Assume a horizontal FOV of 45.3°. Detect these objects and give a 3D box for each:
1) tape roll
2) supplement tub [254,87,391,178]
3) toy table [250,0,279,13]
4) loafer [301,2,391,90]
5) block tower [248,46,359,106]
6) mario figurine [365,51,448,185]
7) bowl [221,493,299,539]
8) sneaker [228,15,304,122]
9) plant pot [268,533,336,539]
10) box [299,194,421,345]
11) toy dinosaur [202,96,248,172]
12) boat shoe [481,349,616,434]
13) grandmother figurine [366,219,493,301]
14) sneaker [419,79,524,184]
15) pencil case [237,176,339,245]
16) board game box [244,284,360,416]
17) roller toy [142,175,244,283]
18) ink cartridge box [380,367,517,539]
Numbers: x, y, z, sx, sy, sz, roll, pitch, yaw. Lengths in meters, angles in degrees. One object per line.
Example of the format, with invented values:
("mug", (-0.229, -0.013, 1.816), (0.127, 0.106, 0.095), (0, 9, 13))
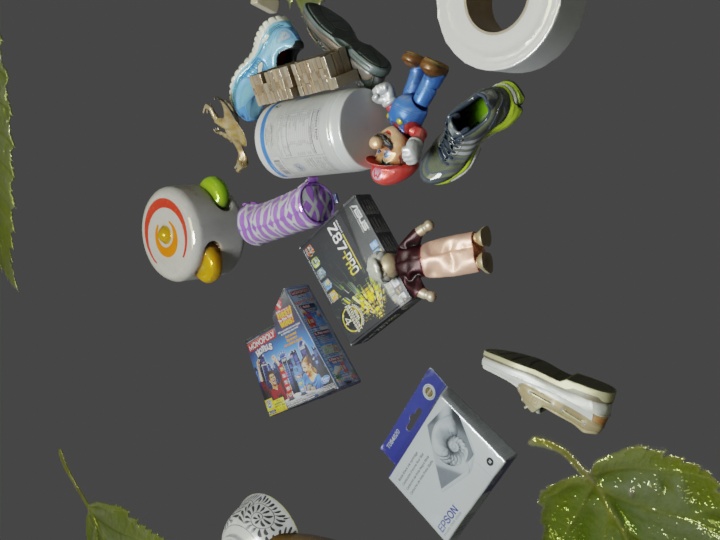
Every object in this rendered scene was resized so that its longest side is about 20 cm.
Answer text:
("tape roll", (0.201, -0.371, 1.171), (0.202, 0.071, 0.203), (9, 103, 42))
("supplement tub", (-0.062, -0.219, 1.396), (0.200, 0.132, 0.132), (0, 96, 42))
("toy table", (-0.199, -0.523, 1.457), (0.200, 0.184, 0.117), (9, 87, 54))
("loafer", (-0.034, -0.357, 1.394), (0.200, 0.072, 0.063), (47, 131, 25))
("block tower", (-0.094, -0.313, 1.397), (0.200, 0.054, 0.058), (1, 117, 45))
("mario figurine", (0.056, -0.225, 1.289), (0.106, 0.123, 0.200), (19, 102, 0))
("bowl", (-0.212, 0.544, 1.677), (0.201, 0.094, 0.201), (7, 100, 42))
("sneaker", (-0.162, -0.339, 1.508), (0.090, 0.078, 0.200), (46, 126, 22))
("plant pot", (-0.095, 0.544, 1.530), (0.200, 0.186, 0.187), (12, 105, 54))
("box", (0.000, 0.000, 1.428), (0.161, 0.049, 0.200), (-39, 71, 35))
("toy dinosaur", (-0.238, -0.272, 1.573), (0.101, 0.058, 0.200), (46, 162, 32))
("boat shoe", (0.252, 0.166, 1.204), (0.200, 0.075, 0.068), (20, 104, 38))
("grandmother figurine", (0.098, -0.012, 1.302), (0.200, 0.061, 0.121), (-7, 71, 30))
("sneaker", (0.143, -0.198, 1.244), (0.200, 0.081, 0.074), (-49, 64, 36))
("pencil case", (-0.134, -0.101, 1.511), (0.200, 0.084, 0.086), (-16, 94, 44))
("board game box", (-0.115, 0.138, 1.547), (0.200, 0.062, 0.200), (-27, 77, 42))
("roller toy", (-0.326, -0.071, 1.655), (0.182, 0.140, 0.200), (-9, 91, 44))
("ink cartridge box", (0.123, 0.291, 1.365), (0.200, 0.041, 0.200), (44, 123, 29))
